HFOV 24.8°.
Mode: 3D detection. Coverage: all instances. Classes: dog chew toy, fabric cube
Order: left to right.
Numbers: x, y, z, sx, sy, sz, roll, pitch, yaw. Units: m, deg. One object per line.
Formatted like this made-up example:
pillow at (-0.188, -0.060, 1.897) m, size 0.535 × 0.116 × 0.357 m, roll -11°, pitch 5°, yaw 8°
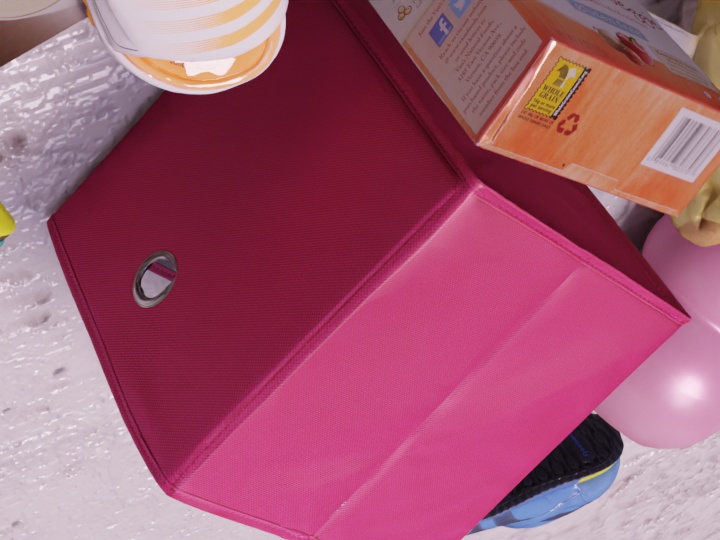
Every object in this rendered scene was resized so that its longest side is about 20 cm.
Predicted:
fabric cube at (0.000, 0.000, 0.810) m, size 0.199 × 0.197 × 0.199 m, roll -45°, pitch 138°, yaw 16°
dog chew toy at (0.219, 0.014, 1.032) m, size 0.124 × 0.125 × 0.200 m, roll 27°, pitch 106°, yaw -46°

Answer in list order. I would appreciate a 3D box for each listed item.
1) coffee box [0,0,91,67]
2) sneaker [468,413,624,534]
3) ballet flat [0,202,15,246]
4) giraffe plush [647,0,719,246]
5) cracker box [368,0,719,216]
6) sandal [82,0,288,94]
coffee box at (-0.147, -0.154, 0.648) m, size 0.199 × 0.080 × 0.115 m, roll -31°, pitch 140°, yaw -2°
sneaker at (0.091, 0.159, 1.135) m, size 0.198 × 0.066 × 0.079 m, roll -13°, pitch 141°, yaw -22°
ballet flat at (-0.239, -0.050, 0.715) m, size 0.199 × 0.067 × 0.068 m, roll 5°, pitch 108°, yaw -34°
giraffe plush at (0.255, -0.099, 0.912) m, size 0.161 × 0.200 × 0.173 m, roll -15°, pitch 146°, yaw -46°
cracker box at (0.066, -0.119, 0.726) m, size 0.133 × 0.201 × 0.058 m, roll 14°, pitch 122°, yaw -41°
sandal at (-0.073, -0.131, 0.609) m, size 0.079 × 0.059 × 0.207 m, roll -28°, pitch 140°, yaw -8°
